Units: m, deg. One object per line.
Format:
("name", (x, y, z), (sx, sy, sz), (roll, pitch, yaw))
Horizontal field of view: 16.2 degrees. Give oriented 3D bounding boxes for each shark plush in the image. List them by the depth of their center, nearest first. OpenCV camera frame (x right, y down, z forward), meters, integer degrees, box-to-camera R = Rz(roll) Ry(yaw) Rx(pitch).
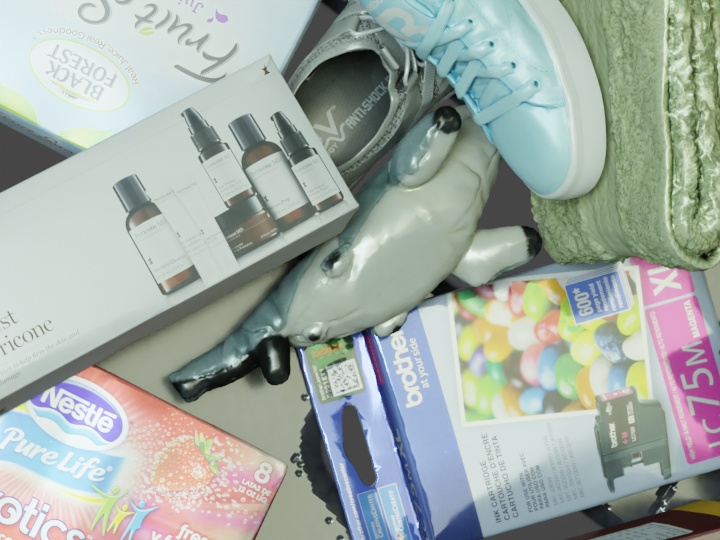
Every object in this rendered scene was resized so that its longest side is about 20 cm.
("shark plush", (0.000, 0.000, 1.200), (0.091, 0.083, 0.200), (40, 90, -31))

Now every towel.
("towel", (0.114, -0.100, 1.148), (0.036, 0.148, 0.200), (-7, 94, -25))

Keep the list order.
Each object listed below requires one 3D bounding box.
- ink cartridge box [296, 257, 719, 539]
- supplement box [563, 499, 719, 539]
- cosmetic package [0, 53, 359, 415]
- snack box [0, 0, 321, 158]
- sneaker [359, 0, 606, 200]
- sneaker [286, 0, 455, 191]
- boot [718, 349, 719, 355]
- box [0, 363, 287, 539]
("ink cartridge box", (0.080, 0.061, 1.221), (0.200, 0.042, 0.119), (-16, 88, -6))
("supplement box", (0.108, 0.228, 1.166), (0.200, 0.133, 0.197), (-14, 89, -8))
("cosmetic package", (-0.108, -0.012, 1.105), (0.200, 0.051, 0.083), (-29, 82, -16))
("snack box", (-0.102, -0.148, 1.196), (0.169, 0.068, 0.200), (27, 85, -5))
("sneaker", (0.037, -0.115, 1.137), (0.082, 0.074, 0.200), (-21, 80, -31))
("sneaker", (0.020, -0.103, 1.201), (0.075, 0.082, 0.200), (36, 83, -4))
("boot", (0.214, 0.099, 1.163), (0.074, 0.200, 0.155), (-28, 98, 15))
("box", (-0.144, 0.087, 1.159), (0.200, 0.103, 0.095), (27, 82, -4))
